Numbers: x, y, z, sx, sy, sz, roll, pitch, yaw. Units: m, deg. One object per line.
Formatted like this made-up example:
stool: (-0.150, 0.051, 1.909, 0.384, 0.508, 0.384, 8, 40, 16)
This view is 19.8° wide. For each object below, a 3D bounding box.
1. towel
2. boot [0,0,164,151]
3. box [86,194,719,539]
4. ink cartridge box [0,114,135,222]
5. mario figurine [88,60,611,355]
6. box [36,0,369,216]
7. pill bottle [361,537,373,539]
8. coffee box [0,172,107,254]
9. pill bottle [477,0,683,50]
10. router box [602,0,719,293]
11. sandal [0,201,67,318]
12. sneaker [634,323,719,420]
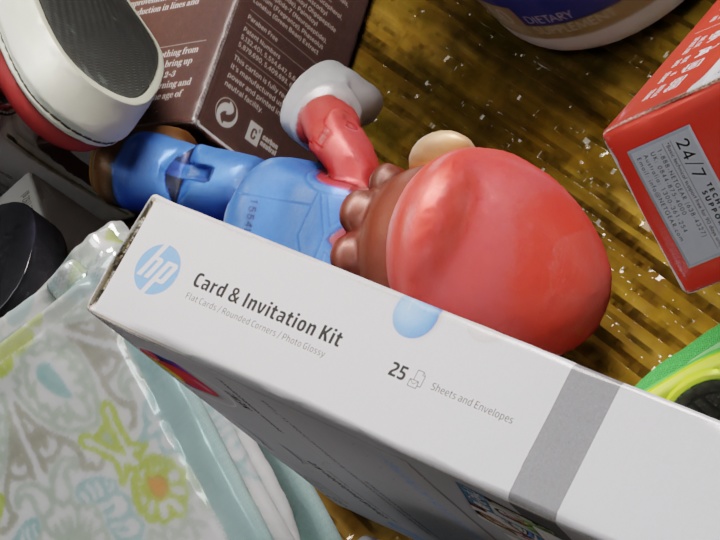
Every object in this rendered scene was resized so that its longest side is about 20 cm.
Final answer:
towel: (-0.091, 0.108, 0.702, 0.171, 0.048, 0.201, -35, 75, 23)
boot: (-0.155, -0.067, 0.797, 0.144, 0.072, 0.200, -45, 33, 10)
box: (0.044, 0.057, 0.552, 0.199, 0.156, 0.041, 20, 75, 35)
ink cartridge box: (-0.178, -0.090, 0.950, 0.199, 0.084, 0.145, -8, 58, 40)
mario figurine: (0.000, 0.000, 0.726, 0.199, 0.124, 0.106, 8, 29, 34)
box: (-0.052, -0.126, 0.868, 0.100, 0.075, 0.201, -3, 62, 42)
pill bottle: (-0.019, 0.182, 0.570, 0.200, 0.120, 0.120, -55, 40, -3)
coffee box: (-0.166, 0.074, 0.826, 0.200, 0.080, 0.113, -40, 43, 14)
pill bottle: (0.040, -0.177, 0.718, 0.119, 0.200, 0.120, -24, 48, 30)
router box: (0.176, -0.081, 0.556, 0.179, 0.049, 0.200, -24, 10, 29)
sandal: (-0.198, 0.022, 0.798, 0.200, 0.043, 0.076, -29, 44, 26)
sneaker: (0.158, 0.006, 0.592, 0.200, 0.074, 0.084, -38, 19, 20)
